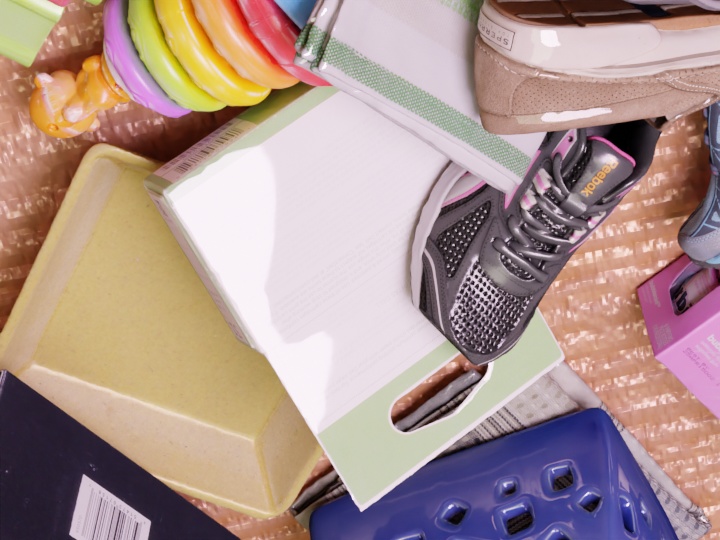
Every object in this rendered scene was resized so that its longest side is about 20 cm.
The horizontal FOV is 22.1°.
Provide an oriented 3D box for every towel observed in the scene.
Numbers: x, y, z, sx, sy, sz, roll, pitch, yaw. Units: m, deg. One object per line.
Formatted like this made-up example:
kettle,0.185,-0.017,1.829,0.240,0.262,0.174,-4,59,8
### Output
towel,0.060,-0.154,0.857,0.149,0.031,0.201,28,84,-39
towel,0.086,0.147,1.142,0.192,0.035,0.200,-34,122,22

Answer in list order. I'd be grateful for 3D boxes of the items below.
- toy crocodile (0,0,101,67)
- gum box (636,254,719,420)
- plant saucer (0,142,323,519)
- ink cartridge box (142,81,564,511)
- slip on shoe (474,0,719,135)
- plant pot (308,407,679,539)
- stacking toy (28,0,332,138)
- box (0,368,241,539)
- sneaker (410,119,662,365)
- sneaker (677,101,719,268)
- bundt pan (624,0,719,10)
toy crocodile,-0.129,-0.178,0.877,0.067,0.062,0.200,28,119,-21
gum box,0.259,0.049,1.059,0.113,0.066,0.200,-37,119,21
plant saucer,-0.093,0.029,1.031,0.199,0.049,0.201,21,121,-18
ink cartridge box,0.000,0.000,0.957,0.145,0.048,0.201,-35,110,-14
slip on shoe,0.144,-0.098,0.862,0.198,0.076,0.061,-8,120,-26
plant pot,0.098,0.231,1.073,0.199,0.181,0.201,-21,127,13
stacking toy,-0.085,-0.115,0.912,0.199,0.110,0.116,-24,133,26
box,-0.202,0.177,1.057,0.181,0.105,0.200,-26,130,32
sneaker,0.096,-0.046,0.918,0.080,0.086,0.201,28,87,-21
sneaker,0.208,-0.097,0.962,0.095,0.079,0.201,26,113,-5
bundt pan,0.126,-0.209,0.815,0.202,0.203,0.075,42,153,-28
